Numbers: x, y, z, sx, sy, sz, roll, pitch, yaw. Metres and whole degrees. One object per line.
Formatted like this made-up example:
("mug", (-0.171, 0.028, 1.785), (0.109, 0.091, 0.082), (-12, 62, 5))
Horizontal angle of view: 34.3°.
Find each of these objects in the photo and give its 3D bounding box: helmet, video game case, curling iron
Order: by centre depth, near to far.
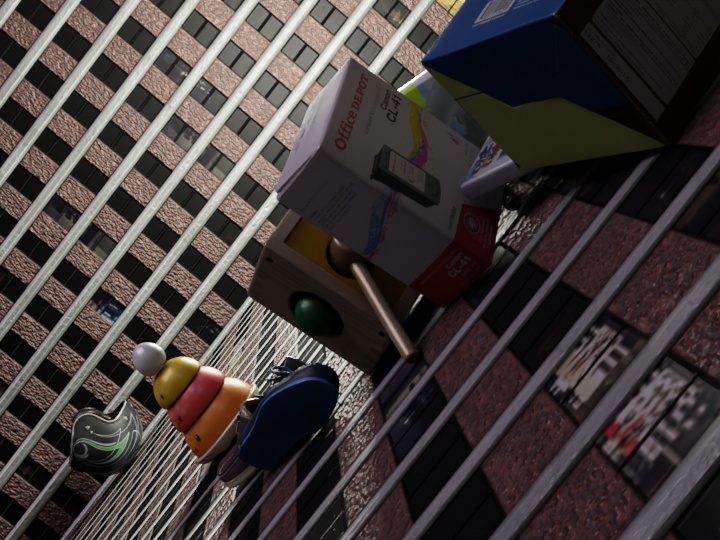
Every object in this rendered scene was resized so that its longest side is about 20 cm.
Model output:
("video game case", (0.196, -0.159, 1.072), (0.199, 0.022, 0.183), (-25, 25, 45))
("curling iron", (0.137, -0.080, 1.218), (0.200, 0.025, 0.050), (-134, 58, -77))
("helmet", (-0.679, 0.448, 3.118), (0.200, 0.187, 0.204), (-175, 90, -75))

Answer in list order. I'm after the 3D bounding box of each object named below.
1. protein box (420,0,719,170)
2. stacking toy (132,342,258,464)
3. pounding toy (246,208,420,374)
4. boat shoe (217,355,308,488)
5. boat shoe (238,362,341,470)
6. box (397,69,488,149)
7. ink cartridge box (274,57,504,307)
("protein box", (0.189, -0.207, 0.921), (0.201, 0.135, 0.198), (-54, 20, -16))
("stacking toy", (-0.266, 0.182, 1.770), (0.147, 0.199, 0.146), (-50, 7, 8))
("pounding toy", (0.000, 0.000, 1.171), (0.201, 0.182, 0.143), (-56, -3, -35))
("boat shoe", (-0.117, 0.178, 1.394), (0.200, 0.064, 0.072), (-49, 9, 26))
("boat shoe", (-0.084, 0.145, 1.270), (0.200, 0.083, 0.069), (-42, 23, 44))
("box", (0.117, -0.169, 1.221), (0.198, 0.123, 0.048), (-34, 18, 1))
("ink cartridge box", (0.035, -0.083, 1.106), (0.086, 0.198, 0.149), (-42, 22, 41))
